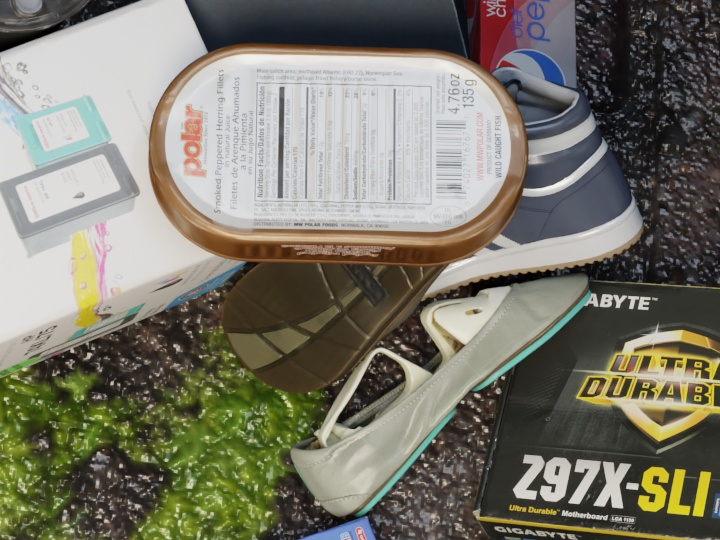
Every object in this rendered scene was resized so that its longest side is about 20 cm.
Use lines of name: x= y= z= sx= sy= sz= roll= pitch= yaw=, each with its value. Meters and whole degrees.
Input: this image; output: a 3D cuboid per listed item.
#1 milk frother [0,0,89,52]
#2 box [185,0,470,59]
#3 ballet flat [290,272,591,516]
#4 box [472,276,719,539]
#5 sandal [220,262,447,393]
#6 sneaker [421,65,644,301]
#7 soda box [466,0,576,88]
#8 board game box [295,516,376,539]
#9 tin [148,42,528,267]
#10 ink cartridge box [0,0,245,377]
milk frother: x=-0.194 y=-0.210 z=1.273 sx=0.199 sy=0.188 sz=0.181 roll=-27 pitch=90 yaw=-23
box: x=-0.020 y=-0.194 z=1.309 sx=0.148 sy=0.107 sz=0.201 roll=-10 pitch=39 yaw=7
ballet flat: x=0.043 y=0.055 z=1.265 sx=0.200 sy=0.067 sz=0.064 roll=-43 pitch=96 yaw=-6
box: x=0.177 y=0.087 z=1.270 sx=0.199 sy=0.049 sz=0.160 roll=4 pitch=62 yaw=23
sandal: x=0.000 y=0.000 z=1.254 sx=0.082 sy=0.200 sz=0.054 roll=53 pitch=34 yaw=12
sneaker: x=0.052 y=-0.048 z=1.280 sx=0.199 sy=0.109 sz=0.070 roll=-12 pitch=30 yaw=20
soda box: x=0.095 y=-0.127 z=1.387 sx=0.063 sy=0.070 sz=0.201 roll=7 pitch=64 yaw=-10
board game box: x=-0.026 y=0.248 z=1.200 sx=0.134 sy=0.045 sz=0.201 roll=-15 pitch=70 yaw=-19
tin: x=-0.011 y=-0.062 z=1.164 sx=0.199 sy=0.042 sz=0.113 roll=1 pitch=72 yaw=-2
ink cartridge box: x=-0.174 y=-0.036 z=1.230 sx=0.199 sy=0.147 sz=0.147 roll=-23 pitch=85 yaw=-20
